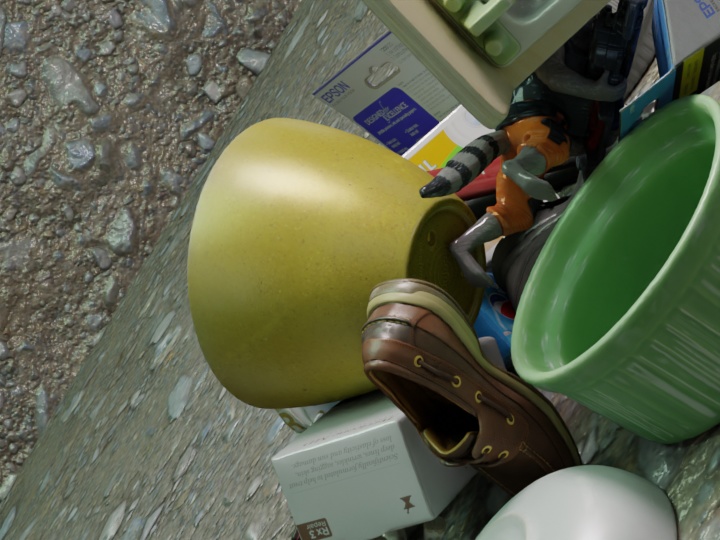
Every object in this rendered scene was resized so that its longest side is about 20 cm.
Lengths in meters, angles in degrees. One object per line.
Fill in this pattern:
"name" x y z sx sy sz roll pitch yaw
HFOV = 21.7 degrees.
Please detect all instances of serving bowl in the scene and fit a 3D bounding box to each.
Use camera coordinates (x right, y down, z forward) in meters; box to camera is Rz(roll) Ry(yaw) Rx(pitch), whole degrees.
"serving bowl" 0.097 0.195 1.094 0.201 0.065 0.201 -52 16 22

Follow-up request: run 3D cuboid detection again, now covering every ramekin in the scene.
"ramekin" 0.187 0.005 1.123 0.201 0.097 0.200 -52 15 20

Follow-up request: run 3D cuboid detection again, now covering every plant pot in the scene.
"plant pot" 0.000 0.000 1.262 0.141 0.200 0.201 5 57 35

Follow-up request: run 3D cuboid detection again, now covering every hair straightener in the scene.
"hair straightener" 0.127 -0.061 1.381 0.077 0.198 0.041 89 156 -48

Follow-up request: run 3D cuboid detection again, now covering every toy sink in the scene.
"toy sink" 0.085 -0.199 1.156 0.112 0.130 0.200 -41 12 24

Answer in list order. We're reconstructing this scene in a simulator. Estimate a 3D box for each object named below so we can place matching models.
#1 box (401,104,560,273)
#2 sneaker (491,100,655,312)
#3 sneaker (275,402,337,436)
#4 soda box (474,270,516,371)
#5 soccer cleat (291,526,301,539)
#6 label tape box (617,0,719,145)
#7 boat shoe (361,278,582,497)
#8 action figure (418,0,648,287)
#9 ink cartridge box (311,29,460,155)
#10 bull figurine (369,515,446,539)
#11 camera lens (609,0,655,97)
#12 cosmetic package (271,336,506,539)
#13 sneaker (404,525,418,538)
"box" 0.043 -0.015 1.451 0.200 0.113 0.101 -42 -12 -12
"sneaker" 0.176 -0.033 1.326 0.201 0.075 0.091 -53 28 26
"sneaker" -0.035 0.152 1.526 0.074 0.115 0.201 -31 31 56
"soda box" 0.049 0.094 1.422 0.200 0.064 0.068 -51 -14 29
"soccer cleat" -0.014 0.239 1.318 0.070 0.086 0.202 127 160 -58
"label tape box" 0.229 -0.167 1.180 0.199 0.064 0.144 -34 -10 2
"boat shoe" 0.064 0.092 1.155 0.072 0.200 0.068 -15 40 39
"action figure" 0.118 -0.112 1.208 0.201 0.104 0.194 99 -167 -53
"ink cartridge box" 0.081 -0.132 1.557 0.044 0.199 0.198 -61 15 -24
"bull figurine" 0.026 0.233 1.214 0.122 0.064 0.201 85 -171 -46
"camera lens" 0.139 -0.228 1.564 0.160 0.199 0.160 -52 15 21
"cosmetic package" 0.030 0.114 1.271 0.101 0.075 0.200 -19 5 24
"sneaker" -0.008 0.226 1.405 0.200 0.072 0.071 -53 33 33
